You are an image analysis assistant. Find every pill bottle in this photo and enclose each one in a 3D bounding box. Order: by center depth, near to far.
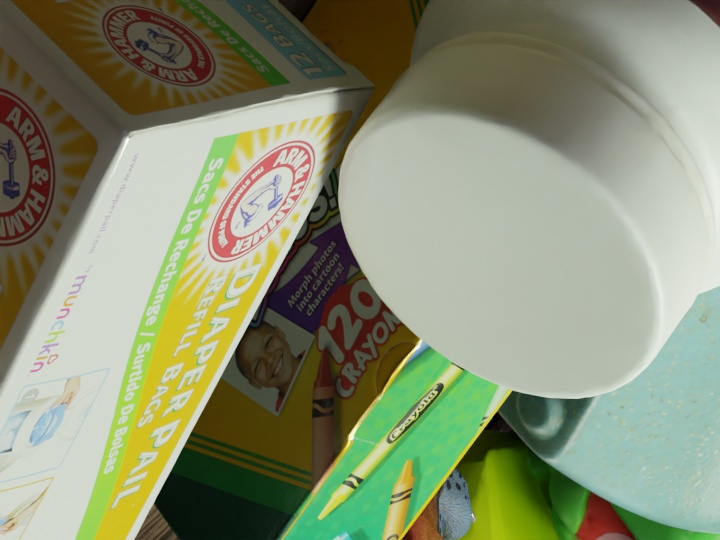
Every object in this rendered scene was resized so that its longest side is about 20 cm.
[{"bbox_3d":[0.084,-0.065,0.773,0.200,0.114,0.114,-51,164,-37],"label":"pill bottle"}]

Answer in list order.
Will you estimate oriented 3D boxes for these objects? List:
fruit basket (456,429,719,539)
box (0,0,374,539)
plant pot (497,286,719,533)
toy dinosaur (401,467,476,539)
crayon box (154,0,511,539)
[{"bbox_3d":[0.089,0.120,1.204,0.215,0.156,0.216,-25,149,-16],"label":"fruit basket"},{"bbox_3d":[-0.101,0.001,0.751,0.101,0.112,0.201,-16,141,-52],"label":"box"},{"bbox_3d":[0.119,-0.025,1.021,0.199,0.196,0.197,-10,138,-45],"label":"plant pot"},{"bbox_3d":[-0.004,0.094,1.005,0.104,0.201,0.181,-8,175,-2],"label":"toy dinosaur"},{"bbox_3d":[0.000,0.000,0.910,0.058,0.119,0.200,15,117,-47],"label":"crayon box"}]
